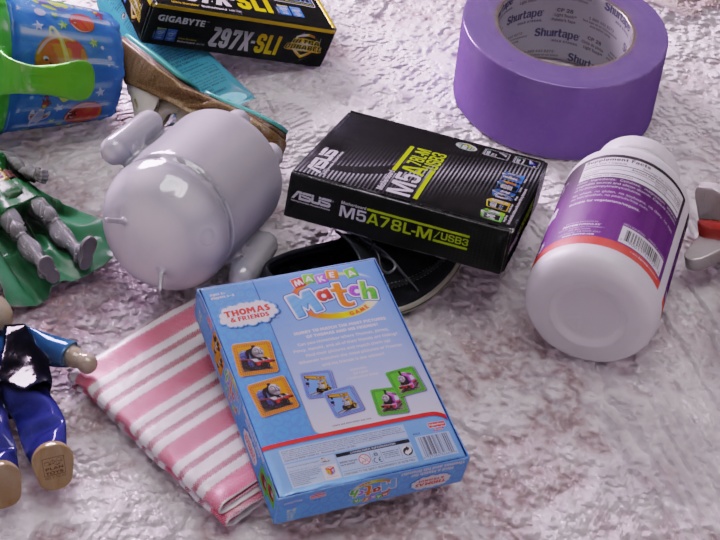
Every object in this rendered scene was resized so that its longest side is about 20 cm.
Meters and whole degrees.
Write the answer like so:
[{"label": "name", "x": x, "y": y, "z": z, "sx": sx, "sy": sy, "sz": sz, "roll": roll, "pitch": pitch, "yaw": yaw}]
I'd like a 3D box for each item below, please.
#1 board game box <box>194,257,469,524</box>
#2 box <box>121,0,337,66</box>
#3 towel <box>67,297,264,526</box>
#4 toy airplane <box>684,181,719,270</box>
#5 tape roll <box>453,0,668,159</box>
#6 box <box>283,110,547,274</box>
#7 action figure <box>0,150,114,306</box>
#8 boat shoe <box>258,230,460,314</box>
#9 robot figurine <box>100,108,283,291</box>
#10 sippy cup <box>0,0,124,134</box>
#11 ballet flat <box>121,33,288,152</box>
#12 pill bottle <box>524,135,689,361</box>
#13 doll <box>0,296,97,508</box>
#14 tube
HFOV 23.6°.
[{"label": "board game box", "x": -0.025, "y": 0.085, "z": 1.295, "sx": 0.150, "sy": 0.037, "sz": 0.201, "roll": -10, "pitch": 52, "yaw": -20}, {"label": "box", "x": -0.140, "y": -0.272, "z": 1.682, "sx": 0.198, "sy": 0.050, "sz": 0.160, "roll": 5, "pitch": 40, "yaw": -30}, {"label": "towel", "x": -0.113, "y": 0.103, "z": 1.324, "sx": 0.146, "sy": 0.030, "sz": 0.199, "roll": -29, "pitch": 50, "yaw": -33}, {"label": "toy airplane", "x": 0.372, "y": -0.035, "z": 1.450, "sx": 0.196, "sy": 0.142, "sz": 0.201, "roll": -5, "pitch": 43, "yaw": -12}, {"label": "tape roll", "x": 0.190, "y": -0.200, "z": 1.657, "sx": 0.197, "sy": 0.086, "sz": 0.201, "roll": 3, "pitch": 41, "yaw": -3}, {"label": "box", "x": 0.052, "y": -0.072, "z": 1.482, "sx": 0.191, "sy": 0.048, "sz": 0.200, "roll": 18, "pitch": 23, "yaw": 9}, {"label": "action figure", "x": -0.295, "y": -0.057, "z": 1.462, "sx": 0.117, "sy": 0.055, "sz": 0.200, "roll": -24, "pitch": 47, "yaw": -29}, {"label": "boat shoe", "x": 0.000, "y": 0.000, "z": 1.425, "sx": 0.198, "sy": 0.063, "sz": 0.075, "roll": -16, "pitch": 44, "yaw": -25}, {"label": "robot figurine", "x": -0.138, "y": -0.058, "z": 1.424, "sx": 0.169, "sy": 0.113, "sz": 0.200, "roll": 42, "pitch": 38, "yaw": -1}, {"label": "sippy cup", "x": -0.285, "y": -0.187, "z": 1.556, "sx": 0.129, "sy": 0.140, "sz": 0.179, "roll": -1, "pitch": 51, "yaw": -25}, {"label": "ballet flat", "x": -0.158, "y": -0.141, "z": 1.560, "sx": 0.199, "sy": 0.068, "sz": 0.073, "roll": 32, "pitch": 89, "yaw": 16}, {"label": "pill bottle", "x": 0.211, "y": -0.025, "z": 1.441, "sx": 0.111, "sy": 0.113, "sz": 0.201, "roll": 16, "pitch": 42, "yaw": 11}, {"label": "doll", "x": -0.264, "y": 0.088, "z": 1.302, "sx": 0.135, "sy": 0.049, "sz": 0.201, "roll": -19, "pitch": 42, "yaw": -11}, {"label": "tube", "x": -0.184, "y": -0.210, "z": 1.652, "sx": 0.077, "sy": 0.051, "sz": 0.200, "roll": -30, "pitch": 56, "yaw": -16}]
